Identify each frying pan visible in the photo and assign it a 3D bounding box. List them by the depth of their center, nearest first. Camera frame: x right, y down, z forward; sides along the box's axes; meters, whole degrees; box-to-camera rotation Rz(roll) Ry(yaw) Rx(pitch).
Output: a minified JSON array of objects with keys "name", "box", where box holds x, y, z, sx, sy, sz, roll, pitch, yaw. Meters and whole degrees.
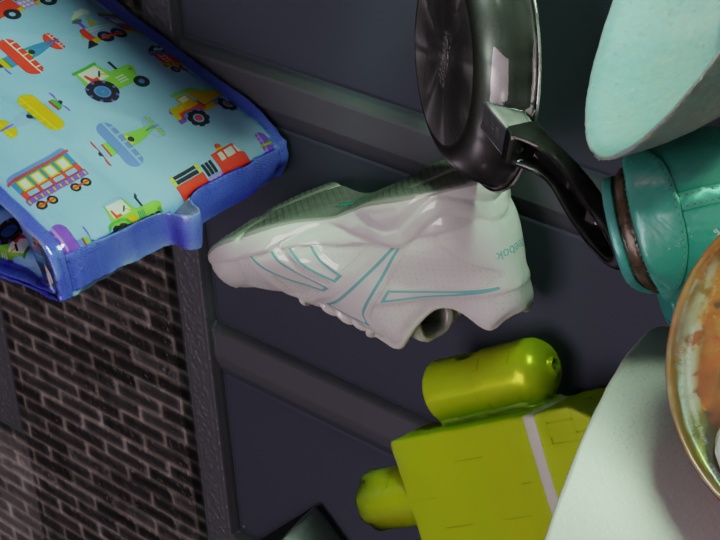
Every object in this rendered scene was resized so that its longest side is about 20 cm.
[{"name":"frying pan","box":[0.055,-0.057,0.792,0.115,0.031,0.192,112,150,-58]}]

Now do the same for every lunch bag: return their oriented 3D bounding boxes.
[{"name":"lunch bag","box":[-0.144,-0.064,0.980,0.199,0.150,0.095,29,133,34]}]

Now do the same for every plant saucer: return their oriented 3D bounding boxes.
[{"name":"plant saucer","box":[0.135,-0.120,0.626,0.038,0.202,0.201,24,140,-9]}]

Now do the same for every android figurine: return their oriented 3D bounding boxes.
[{"name":"android figurine","box":[0.086,0.122,0.904,0.199,0.041,0.184,-18,91,43]}]

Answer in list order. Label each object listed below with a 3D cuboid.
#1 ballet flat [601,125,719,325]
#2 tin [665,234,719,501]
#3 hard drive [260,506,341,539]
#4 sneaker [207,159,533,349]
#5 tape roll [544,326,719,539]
[{"name":"ballet flat","box":[0.133,-0.013,0.716,0.070,0.200,0.068,-13,84,11]},{"name":"tin","box":[0.181,0.000,0.585,0.200,0.042,0.112,-45,64,14]},{"name":"hard drive","box":[-0.014,0.245,1.108,0.135,0.042,0.201,-36,84,47]},{"name":"sneaker","box":[0.000,0.000,0.923,0.199,0.070,0.081,-6,111,50]},{"name":"tape roll","box":[0.147,0.134,0.697,0.138,0.203,0.204,15,125,22]}]
